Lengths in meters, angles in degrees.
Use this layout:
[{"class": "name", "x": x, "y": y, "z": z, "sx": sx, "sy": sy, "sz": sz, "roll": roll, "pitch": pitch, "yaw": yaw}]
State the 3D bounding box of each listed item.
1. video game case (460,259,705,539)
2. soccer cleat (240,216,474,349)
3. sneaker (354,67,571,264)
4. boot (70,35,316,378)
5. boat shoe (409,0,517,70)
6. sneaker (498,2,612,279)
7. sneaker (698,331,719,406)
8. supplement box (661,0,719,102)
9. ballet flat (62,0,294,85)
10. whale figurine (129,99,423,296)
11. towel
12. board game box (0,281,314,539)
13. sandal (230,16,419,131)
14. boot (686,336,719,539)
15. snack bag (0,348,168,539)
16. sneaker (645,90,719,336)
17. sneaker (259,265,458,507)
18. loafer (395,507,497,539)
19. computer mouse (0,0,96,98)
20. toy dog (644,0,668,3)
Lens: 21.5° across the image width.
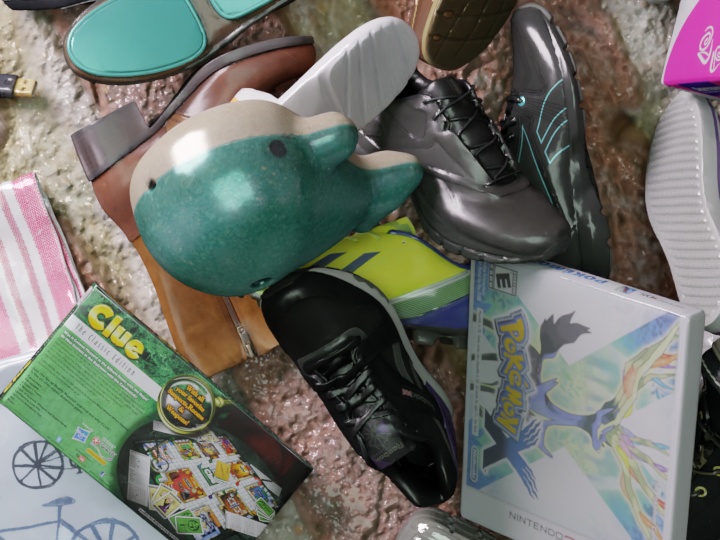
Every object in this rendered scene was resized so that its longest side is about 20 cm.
[{"class": "video game case", "x": 0.141, "y": 0.099, "z": 1.249, "sx": 0.182, "sy": 0.022, "sz": 0.202, "roll": 19, "pitch": 115, "yaw": 42}, {"class": "soccer cleat", "x": 0.000, "y": 0.000, "z": 1.301, "sx": 0.199, "sy": 0.065, "sz": 0.084, "roll": 11, "pitch": 90, "yaw": -17}, {"class": "sneaker", "x": 0.063, "y": -0.077, "z": 1.264, "sx": 0.200, "sy": 0.076, "sz": 0.091, "roll": 37, "pitch": 129, "yaw": 27}, {"class": "boot", "x": -0.078, "y": -0.046, "z": 1.318, "sx": 0.187, "sy": 0.068, "sz": 0.201, "roll": -29, "pitch": 96, "yaw": -12}, {"class": "boat shoe", "x": 0.079, "y": -0.235, "z": 1.319, "sx": 0.067, "sy": 0.072, "sz": 0.201, "roll": 18, "pitch": 85, "yaw": 44}, {"class": "sneaker", "x": 0.121, "y": -0.084, "z": 1.310, "sx": 0.079, "sy": 0.075, "sz": 0.202, "roll": -10, "pitch": 89, "yaw": 3}, {"class": "sneaker", "x": 0.194, "y": 0.063, "z": 1.307, "sx": 0.200, "sy": 0.075, "sz": 0.100, "roll": -40, "pitch": 90, "yaw": 0}, {"class": "supplement box", "x": 0.318, "y": -0.149, "z": 1.269, "sx": 0.198, "sy": 0.101, "sz": 0.104, "roll": 15, "pitch": 90, "yaw": -15}, {"class": "ballet flat", "x": -0.110, "y": -0.177, "z": 1.313, "sx": 0.199, "sy": 0.068, "sz": 0.068, "roll": -23, "pitch": 90, "yaw": -6}, {"class": "whale figurine", "x": -0.047, "y": -0.037, "z": 1.196, "sx": 0.159, "sy": 0.199, "sz": 0.104, "roll": -38, "pitch": 60, "yaw": 41}, {"class": "towel", "x": -0.294, "y": 0.032, "z": 1.337, "sx": 0.199, "sy": 0.030, "sz": 0.147, "roll": -22, "pitch": 89, "yaw": 1}, {"class": "board game box", "x": -0.139, "y": 0.112, "z": 1.302, "sx": 0.200, "sy": 0.023, "sz": 0.105, "roll": 42, "pitch": 90, "yaw": -12}, {"class": "sandal", "x": -0.048, "y": -0.099, "z": 1.268, "sx": 0.206, "sy": 0.059, "sz": 0.079, "roll": -41, "pitch": 132, "yaw": 7}, {"class": "boot", "x": 0.219, "y": 0.135, "z": 1.258, "sx": 0.153, "sy": 0.204, "sz": 0.074, "roll": -33, "pitch": 55, "yaw": 5}, {"class": "snack bag", "x": -0.226, "y": 0.151, "z": 1.327, "sx": 0.187, "sy": 0.021, "sz": 0.202, "roll": -16, "pitch": 99, "yaw": 2}, {"class": "sneaker", "x": 0.262, "y": -0.030, "z": 1.290, "sx": 0.113, "sy": 0.073, "sz": 0.202, "roll": 12, "pitch": 51, "yaw": -22}, {"class": "sneaker", "x": 0.010, "y": 0.080, "z": 1.252, "sx": 0.075, "sy": 0.088, "sz": 0.200, "roll": -32, "pitch": 127, "yaw": 15}, {"class": "loafer", "x": 0.111, "y": 0.236, "z": 1.315, "sx": 0.199, "sy": 0.070, "sz": 0.070, "roll": 28, "pitch": 101, "yaw": 5}, {"class": "computer mouse", "x": -0.219, "y": -0.192, "z": 1.328, "sx": 0.198, "sy": 0.046, "sz": 0.142, "roll": 2, "pitch": 89, "yaw": 1}, {"class": "toy dog", "x": 0.161, "y": -0.253, "z": 1.260, "sx": 0.199, "sy": 0.096, "sz": 0.133, "roll": 11, "pitch": 93, "yaw": -30}]
